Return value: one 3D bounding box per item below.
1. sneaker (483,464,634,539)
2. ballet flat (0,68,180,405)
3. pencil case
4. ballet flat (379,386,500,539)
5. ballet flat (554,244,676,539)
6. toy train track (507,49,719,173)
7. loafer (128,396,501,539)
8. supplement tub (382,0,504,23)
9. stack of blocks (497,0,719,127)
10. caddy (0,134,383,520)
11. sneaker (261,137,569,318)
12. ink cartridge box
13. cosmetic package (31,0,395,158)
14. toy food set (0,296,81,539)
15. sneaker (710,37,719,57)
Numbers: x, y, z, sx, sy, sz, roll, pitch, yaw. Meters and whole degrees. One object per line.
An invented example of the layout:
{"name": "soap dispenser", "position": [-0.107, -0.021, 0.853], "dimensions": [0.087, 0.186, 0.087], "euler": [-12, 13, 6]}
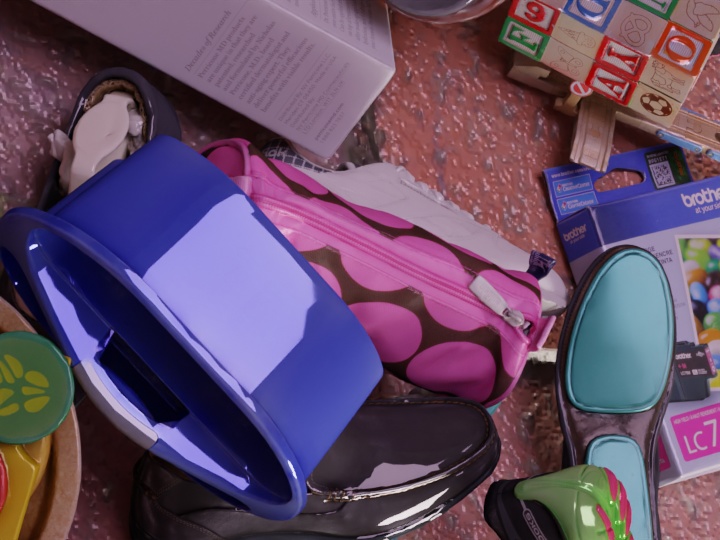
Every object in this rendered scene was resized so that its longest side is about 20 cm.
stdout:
{"name": "sneaker", "position": [0.107, 0.175, 1.599], "dimensions": [0.077, 0.083, 0.200], "euler": [-68, 155, -46]}
{"name": "ballet flat", "position": [-0.145, -0.022, 1.543], "dimensions": [0.073, 0.073, 0.201], "euler": [30, 57, -19]}
{"name": "pencil case", "position": [0.000, 0.000, 1.554], "dimensions": [0.199, 0.094, 0.091], "euler": [22, 84, -22]}
{"name": "ballet flat", "position": [0.011, 0.110, 1.608], "dimensions": [0.069, 0.069, 0.200], "euler": [44, 55, -11]}
{"name": "ballet flat", "position": [0.138, 0.087, 1.687], "dimensions": [0.073, 0.073, 0.201], "euler": [9, 78, -29]}
{"name": "toy train track", "position": [0.185, -0.097, 1.783], "dimensions": [0.199, 0.033, 0.115], "euler": [21, 49, -11]}
{"name": "loafer", "position": [-0.021, 0.100, 1.537], "dimensions": [0.199, 0.072, 0.073], "euler": [-16, 53, -14]}
{"name": "supplement tub", "position": [0.051, -0.200, 1.669], "dimensions": [0.107, 0.107, 0.200], "euler": [48, 20, -8]}
{"name": "stack of blocks", "position": [0.176, -0.197, 1.764], "dimensions": [0.115, 0.059, 0.200], "euler": [26, 62, 3]}
{"name": "caddy", "position": [-0.087, 0.033, 1.432], "dimensions": [0.200, 0.141, 0.105], "euler": [47, 68, -9]}
{"name": "sneaker", "position": [0.031, -0.017, 1.664], "dimensions": [0.199, 0.076, 0.081], "euler": [17, 55, -28]}
{"name": "ink cartridge box", "position": [0.189, 0.020, 1.768], "dimensions": [0.119, 0.042, 0.201], "euler": [-13, 78, -35]}
{"name": "cosmetic package", "position": [-0.084, -0.153, 1.617], "dimensions": [0.200, 0.071, 0.102], "euler": [28, 28, -20]}
{"name": "toy food set", "position": [-0.230, 0.086, 1.415], "dimensions": [0.199, 0.049, 0.199], "euler": [16, 89, 5]}
{"name": "sneaker", "position": [0.261, -0.196, 1.879], "dimensions": [0.200, 0.079, 0.096], "euler": [-32, 96, -29]}
